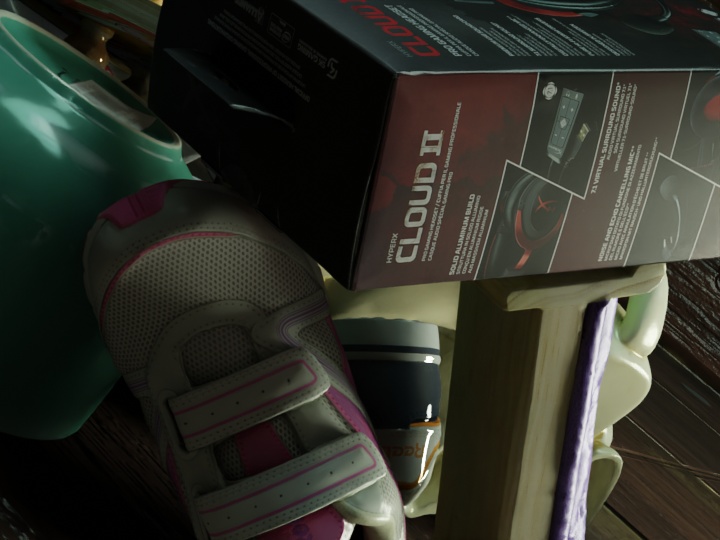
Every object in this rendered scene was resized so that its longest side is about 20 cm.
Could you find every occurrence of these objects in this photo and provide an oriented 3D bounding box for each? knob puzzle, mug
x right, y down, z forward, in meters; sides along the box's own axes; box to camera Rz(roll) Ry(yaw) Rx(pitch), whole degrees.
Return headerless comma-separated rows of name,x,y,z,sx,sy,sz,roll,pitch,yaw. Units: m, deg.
knob puzzle,-0.067,-0.074,0.724,0.219,0.031,0.220,26,-3,2
mug,-0.144,-0.036,0.657,0.152,0.115,0.185,27,14,-49

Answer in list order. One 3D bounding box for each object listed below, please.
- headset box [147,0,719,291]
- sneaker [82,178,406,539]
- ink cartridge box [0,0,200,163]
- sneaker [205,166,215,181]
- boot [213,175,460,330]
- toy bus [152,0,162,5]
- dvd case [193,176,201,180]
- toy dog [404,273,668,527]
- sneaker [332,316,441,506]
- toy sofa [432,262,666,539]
headset box,0.031,-0.062,0.586,0.199,0.075,0.149,-4,29,-32
sneaker,-0.029,0.057,0.593,0.200,0.081,0.088,61,3,-32
ink cartridge box,-0.166,-0.122,0.922,0.200,0.083,0.146,7,59,-80
sneaker,-0.055,-0.091,1.043,0.200,0.084,0.075,82,-19,-54
boot,0.000,0.000,0.812,0.155,0.073,0.200,4,-14,-9
toy bus,-0.089,-0.139,0.854,0.078,0.065,0.200,31,2,8
dvd case,-0.076,-0.008,1.098,0.200,0.025,0.150,43,10,31
toy dog,0.059,0.026,0.942,0.139,0.194,0.200,15,27,-37
sneaker,-0.016,0.070,0.784,0.078,0.080,0.200,1,-8,-13
toy sofa,0.069,0.068,0.659,0.097,0.201,0.083,-6,28,-22
